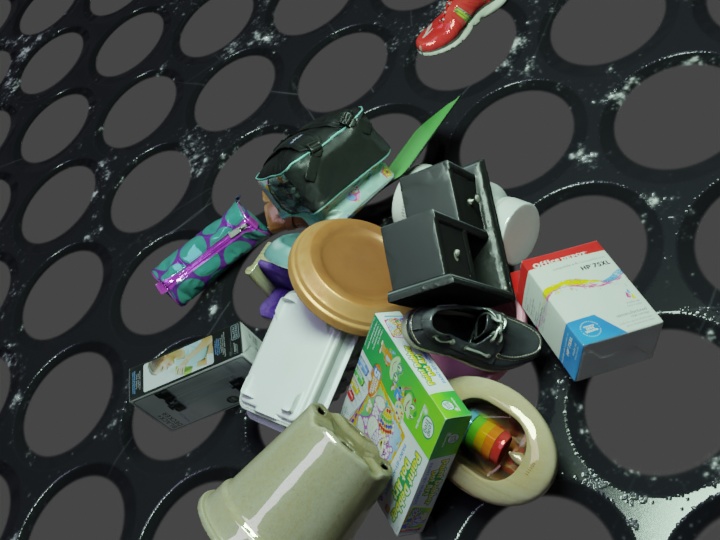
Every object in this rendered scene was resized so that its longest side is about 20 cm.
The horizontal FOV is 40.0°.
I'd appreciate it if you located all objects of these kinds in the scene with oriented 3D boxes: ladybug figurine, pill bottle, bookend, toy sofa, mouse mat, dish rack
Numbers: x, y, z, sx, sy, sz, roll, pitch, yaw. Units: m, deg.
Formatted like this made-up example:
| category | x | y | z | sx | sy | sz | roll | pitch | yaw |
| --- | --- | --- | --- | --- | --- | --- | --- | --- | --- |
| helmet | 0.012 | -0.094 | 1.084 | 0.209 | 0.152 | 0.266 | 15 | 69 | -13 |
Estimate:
| category | x | y | z | sx | sy | sz | roll | pitch | yaw |
| --- | --- | --- | --- | --- | --- | --- | --- | --- | --- |
| ladybug figurine | 0.160 | 0.208 | 1.213 | 0.199 | 0.072 | 0.137 | 34 | 95 | 35 |
| pill bottle | 0.151 | -0.077 | 1.414 | 0.199 | 0.115 | 0.115 | 22 | 70 | 41 |
| bookend | 0.101 | -0.055 | 1.254 | 0.091 | 0.198 | 0.202 | -18 | 73 | 27 |
| toy sofa | -0.084 | 0.037 | 1.499 | 0.199 | 0.083 | 0.098 | 19 | 67 | 40 |
| mouse mat | 0.081 | -0.188 | 1.531 | 0.162 | 0.008 | 0.200 | -55 | 10 | -16 |
| dish rack | -0.089 | 0.119 | 1.359 | 0.171 | 0.043 | 0.202 | 11 | 74 | 48 |

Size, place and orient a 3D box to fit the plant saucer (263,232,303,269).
| category | x | y | z | sx | sy | sz | roll | pitch | yaw |
| --- | --- | --- | --- | --- | --- | --- | --- | --- | --- |
| plant saucer | -0.043 | -0.026 | 1.458 | 0.199 | 0.199 | 0.028 | 17 | 106 | 39 |

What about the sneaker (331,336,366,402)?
| category | x | y | z | sx | sy | sz | roll | pitch | yaw |
| --- | --- | --- | --- | --- | --- | --- | --- | --- | --- |
| sneaker | -0.047 | 0.126 | 1.401 | 0.200 | 0.075 | 0.082 | -45 | 61 | -1 |

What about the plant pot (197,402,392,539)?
| category | x | y | z | sx | sy | sz | roll | pitch | yaw |
| --- | --- | --- | --- | --- | --- | --- | --- | --- | --- |
| plant pot | -0.066 | 0.273 | 1.206 | 0.184 | 0.200 | 0.200 | -51 | 46 | 5 |

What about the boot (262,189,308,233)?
| category | x | y | z | sx | sy | sz | roll | pitch | yaw |
| --- | --- | --- | --- | --- | --- | --- | --- | --- | --- |
| boot | -0.089 | -0.157 | 1.660 | 0.154 | 0.077 | 0.202 | -18 | 59 | 20 |

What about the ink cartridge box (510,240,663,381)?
| category | x | y | z | sx | sy | sz | roll | pitch | yaw |
| --- | --- | --- | --- | --- | --- | --- | --- | --- | --- |
| ink cartridge box | 0.277 | 0.035 | 1.256 | 0.115 | 0.068 | 0.201 | -14 | 45 | -16 |

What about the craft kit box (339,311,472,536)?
| category | x | y | z | sx | sy | sz | roll | pitch | yaw |
| --- | --- | --- | --- | --- | --- | --- | --- | --- | --- |
| craft kit box | 0.048 | 0.191 | 1.246 | 0.198 | 0.048 | 0.202 | 52 | 135 | 43 |

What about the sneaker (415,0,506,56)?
| category | x | y | z | sx | sy | sz | roll | pitch | yaw |
| --- | --- | --- | --- | --- | --- | --- | --- | --- | --- |
| sneaker | 0.164 | -0.456 | 1.707 | 0.200 | 0.085 | 0.077 | -43 | 45 | -3 |

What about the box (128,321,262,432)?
| category | x | y | z | sx | sy | sz | roll | pitch | yaw |
| --- | --- | --- | --- | --- | --- | --- | --- | --- | --- |
| box | -0.233 | 0.162 | 1.478 | 0.198 | 0.117 | 0.061 | -22 | 50 | 15 |

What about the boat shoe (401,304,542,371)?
| category | x | y | z | sx | sy | sz | roll | pitch | yaw |
| --- | --- | --- | --- | --- | --- | --- | --- | --- | --- |
| boat shoe | 0.149 | 0.080 | 1.214 | 0.063 | 0.198 | 0.074 | -26 | 57 | 61 |

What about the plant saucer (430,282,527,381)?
| category | x | y | z | sx | sy | sz | roll | pitch | yaw |
| --- | --- | --- | --- | --- | --- | --- | --- | --- | --- |
| plant saucer | 0.136 | 0.090 | 1.344 | 0.199 | 0.051 | 0.202 | -17 | 50 | 22 |

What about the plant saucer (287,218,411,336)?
| category | x | y | z | sx | sy | sz | roll | pitch | yaw |
| --- | --- | --- | --- | --- | --- | --- | --- | --- | --- |
| plant saucer | 0.000 | 0.000 | 1.347 | 0.198 | 0.038 | 0.202 | 12 | 46 | -13 |

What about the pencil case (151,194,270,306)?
| category | x | y | z | sx | sy | sz | roll | pitch | yaw |
| --- | --- | --- | --- | --- | --- | --- | --- | --- | --- |
| pencil case | -0.250 | -0.030 | 1.648 | 0.199 | 0.085 | 0.092 | -40 | 3 | 2 |

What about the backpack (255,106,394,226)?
| category | x | y | z | sx | sy | sz | roll | pitch | yaw |
| --- | --- | --- | --- | --- | --- | --- | --- | --- | --- |
| backpack | -0.059 | -0.148 | 1.494 | 0.176 | 0.154 | 0.199 | -44 | 24 | -20 |
